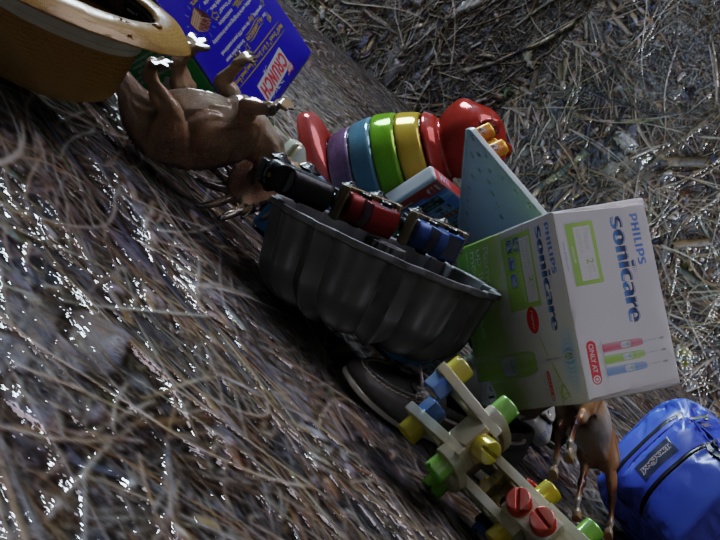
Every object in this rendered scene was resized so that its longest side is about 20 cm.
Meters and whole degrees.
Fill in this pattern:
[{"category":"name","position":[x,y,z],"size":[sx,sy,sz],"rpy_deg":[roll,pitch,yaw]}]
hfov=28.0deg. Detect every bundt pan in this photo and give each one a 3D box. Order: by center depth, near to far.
[{"category":"bundt pan","position":[0.008,0.013,1.149],"size":[0.201,0.076,0.202],"rpy_deg":[22,5,-2]}]

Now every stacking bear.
[{"category":"stacking bear","position":[0.051,-0.115,1.453],"size":[0.122,0.199,0.114],"rpy_deg":[55,25,-55]}]

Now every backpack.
[{"category":"backpack","position":[0.331,0.218,1.403],"size":[0.168,0.162,0.200],"rpy_deg":[48,2,-39]}]

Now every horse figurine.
[{"category":"horse figurine","position":[0.204,0.153,1.331],"size":[0.200,0.050,0.133],"rpy_deg":[57,36,-40]}]

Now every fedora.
[{"category":"fedora","position":[-0.225,-0.178,1.051],"size":[0.200,0.082,0.201],"rpy_deg":[25,16,-8]}]

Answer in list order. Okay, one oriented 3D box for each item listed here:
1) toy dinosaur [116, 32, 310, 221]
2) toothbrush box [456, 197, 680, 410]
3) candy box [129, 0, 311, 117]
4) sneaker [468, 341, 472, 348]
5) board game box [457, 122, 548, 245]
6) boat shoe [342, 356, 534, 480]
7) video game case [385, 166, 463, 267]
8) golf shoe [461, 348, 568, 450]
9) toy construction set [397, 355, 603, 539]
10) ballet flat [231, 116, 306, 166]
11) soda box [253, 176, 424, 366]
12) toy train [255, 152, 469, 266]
[{"category":"toy dinosaur","position":[-0.128,-0.107,1.164],"size":[0.199,0.136,0.086],"rpy_deg":[16,31,-8]},{"category":"toothbrush box","position":[0.161,0.034,1.166],"size":[0.200,0.086,0.147],"rpy_deg":[159,-79,-70]},{"category":"candy box","position":[-0.147,-0.219,1.256],"size":[0.200,0.077,0.169],"rpy_deg":[54,33,-19]},{"category":"sneaker","position":[0.157,0.052,1.510],"size":[0.097,0.071,0.201],"rpy_deg":[14,-39,16]},{"category":"board game box","position":[0.158,-0.010,1.346],"size":[0.200,0.026,0.201],"rpy_deg":[53,-20,30]},{"category":"boat shoe","position":[0.065,0.107,1.146],"size":[0.200,0.057,0.067],"rpy_deg":[36,12,-38]},{"category":"video game case","position":[0.071,-0.024,1.477],"size":[0.200,0.143,0.018],"rpy_deg":[33,34,-47]},{"category":"golf shoe","position":[0.154,0.123,1.403],"size":[0.097,0.078,0.200],"rpy_deg":[56,15,28]},{"category":"toy construction set","position":[0.106,0.163,0.976],"size":[0.200,0.092,0.131],"rpy_deg":[60,-7,35]},{"category":"ballet flat","position":[-0.093,-0.108,1.376],"size":[0.200,0.070,0.067],"rpy_deg":[37,7,-35]},{"category":"soda box","position":[0.000,0.000,1.304],"size":[0.200,0.068,0.064],"rpy_deg":[45,9,6]},{"category":"toy train","position":[0.008,-0.047,1.148],"size":[0.199,0.034,0.046],"rpy_deg":[20,10,-30]}]
